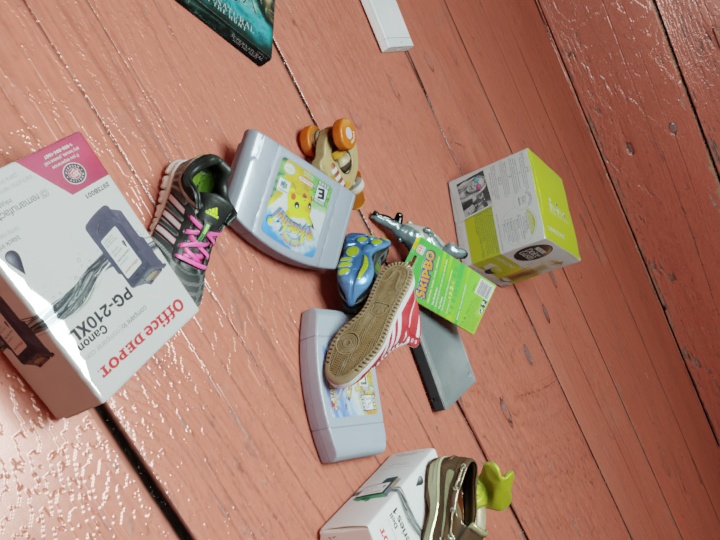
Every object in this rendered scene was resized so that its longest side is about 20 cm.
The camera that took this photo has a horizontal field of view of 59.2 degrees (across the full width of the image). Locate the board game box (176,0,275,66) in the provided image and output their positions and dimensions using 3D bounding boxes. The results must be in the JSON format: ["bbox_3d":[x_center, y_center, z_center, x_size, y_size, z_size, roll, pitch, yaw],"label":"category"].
[{"bbox_3d":[-0.202,-0.404,0.902,0.199,0.028,0.138,29,53,-46],"label":"board game box"}]

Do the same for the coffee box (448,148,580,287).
[{"bbox_3d":[0.333,-0.106,1.368,0.198,0.195,0.205,19,59,-49],"label":"coffee box"}]

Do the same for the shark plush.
[{"bbox_3d":[0.102,-0.036,1.093,0.200,0.090,0.084,45,62,-25],"label":"shark plush"}]

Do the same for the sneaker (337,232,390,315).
[{"bbox_3d":[0.000,0.000,0.961,0.200,0.069,0.084,-66,165,-62],"label":"sneaker"}]

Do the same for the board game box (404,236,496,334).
[{"bbox_3d":[0.141,0.026,1.069,0.198,0.030,0.097,30,85,-34],"label":"board game box"}]

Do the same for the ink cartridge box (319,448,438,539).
[{"bbox_3d":[0.051,0.352,0.835,0.199,0.083,0.149,-26,95,-57],"label":"ink cartridge box"}]

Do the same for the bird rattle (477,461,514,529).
[{"bbox_3d":[0.156,0.390,0.992,0.162,0.112,0.202,39,57,-22],"label":"bird rattle"}]

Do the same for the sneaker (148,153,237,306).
[{"bbox_3d":[-0.183,-0.047,0.697,0.073,0.086,0.204,30,51,-43],"label":"sneaker"}]

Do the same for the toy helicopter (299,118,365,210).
[{"bbox_3d":[-0.035,-0.124,0.983,0.132,0.077,0.205,31,60,-55],"label":"toy helicopter"}]

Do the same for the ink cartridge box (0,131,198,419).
[{"bbox_3d":[-0.259,0.004,0.564,0.202,0.083,0.145,59,36,-16],"label":"ink cartridge box"}]

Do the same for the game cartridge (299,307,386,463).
[{"bbox_3d":[-0.026,0.154,0.870,0.132,0.041,0.205,14,63,-56],"label":"game cartridge"}]

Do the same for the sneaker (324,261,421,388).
[{"bbox_3d":[0.026,0.098,0.878,0.201,0.070,0.114,-55,147,-28],"label":"sneaker"}]

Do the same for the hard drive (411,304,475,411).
[{"bbox_3d":[0.134,0.125,1.115,0.139,0.032,0.204,-21,91,-56],"label":"hard drive"}]

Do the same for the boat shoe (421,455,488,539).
[{"bbox_3d":[0.123,0.336,0.802,0.074,0.074,0.206,33,48,-42],"label":"boat shoe"}]

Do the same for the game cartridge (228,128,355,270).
[{"bbox_3d":[-0.093,-0.082,0.853,0.198,0.040,0.136,27,74,-40],"label":"game cartridge"}]

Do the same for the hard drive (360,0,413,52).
[{"bbox_3d":[0.041,-0.563,1.333,0.131,0.026,0.203,-33,101,-56],"label":"hard drive"}]
